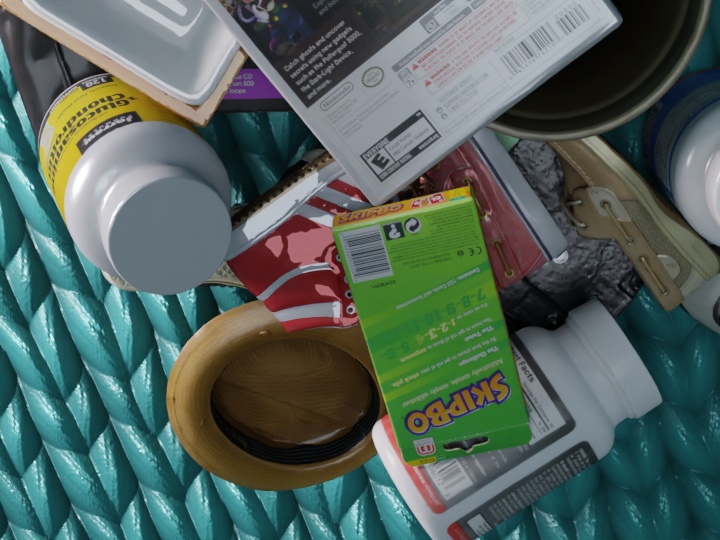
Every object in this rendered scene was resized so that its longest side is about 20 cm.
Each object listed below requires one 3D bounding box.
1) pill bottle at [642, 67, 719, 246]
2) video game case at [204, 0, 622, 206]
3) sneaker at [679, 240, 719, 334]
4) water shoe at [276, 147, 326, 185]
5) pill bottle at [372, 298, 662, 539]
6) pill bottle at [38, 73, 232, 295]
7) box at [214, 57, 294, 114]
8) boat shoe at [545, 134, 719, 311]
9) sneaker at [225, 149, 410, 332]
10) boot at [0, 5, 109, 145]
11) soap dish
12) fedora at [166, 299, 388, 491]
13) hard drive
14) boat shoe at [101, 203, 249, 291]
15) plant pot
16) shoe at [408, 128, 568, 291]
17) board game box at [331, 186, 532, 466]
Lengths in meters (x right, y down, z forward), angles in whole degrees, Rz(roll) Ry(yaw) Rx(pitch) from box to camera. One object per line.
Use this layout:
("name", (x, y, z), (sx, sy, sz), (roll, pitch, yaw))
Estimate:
("pill bottle", (0.270, -0.076, 0.904), (0.112, 0.200, 0.112), (1, 107, 2))
("video game case", (0.030, -0.167, 0.802), (0.200, 0.023, 0.182), (-36, 101, 20))
("sneaker", (0.330, 0.040, 1.001), (0.200, 0.079, 0.074), (29, 108, -5))
("water shoe", (0.000, 0.000, 0.990), (0.079, 0.071, 0.200), (-44, 109, -18))
("pill bottle", (0.119, 0.115, 0.971), (0.200, 0.116, 0.116), (-33, 103, 2))
("pill bottle", (-0.154, -0.060, 0.883), (0.112, 0.200, 0.112), (-9, 116, -19))
("box", (-0.061, -0.216, 0.933), (0.143, 0.036, 0.200), (-4, 100, -14))
("boat shoe", (0.183, -0.049, 0.945), (0.200, 0.071, 0.065), (43, 102, -11))
("sneaker", (0.005, -0.034, 0.899), (0.200, 0.071, 0.113), (-32, 100, 12))
("boot", (-0.188, -0.177, 0.964), (0.165, 0.066, 0.200), (-15, 107, 1))
("soap dish", (-0.122, -0.222, 0.859), (0.157, 0.081, 0.200), (30, 95, -12))
("fedora", (-0.057, 0.084, 1.016), (0.200, 0.082, 0.201), (-6, 124, -9))
("hard drive", (0.133, -0.035, 1.008), (0.200, 0.038, 0.140), (37, 105, -9))
("boat shoe", (-0.106, -0.019, 1.013), (0.200, 0.062, 0.075), (-4, 102, -12))
("plant pot", (0.129, -0.203, 0.884), (0.200, 0.174, 0.200), (1, 107, 4))
("shoe", (0.062, -0.069, 0.939), (0.091, 0.071, 0.200), (-36, 102, 2))
("board game box", (0.052, 0.044, 0.873), (0.095, 0.030, 0.200), (-12, 115, 9))
